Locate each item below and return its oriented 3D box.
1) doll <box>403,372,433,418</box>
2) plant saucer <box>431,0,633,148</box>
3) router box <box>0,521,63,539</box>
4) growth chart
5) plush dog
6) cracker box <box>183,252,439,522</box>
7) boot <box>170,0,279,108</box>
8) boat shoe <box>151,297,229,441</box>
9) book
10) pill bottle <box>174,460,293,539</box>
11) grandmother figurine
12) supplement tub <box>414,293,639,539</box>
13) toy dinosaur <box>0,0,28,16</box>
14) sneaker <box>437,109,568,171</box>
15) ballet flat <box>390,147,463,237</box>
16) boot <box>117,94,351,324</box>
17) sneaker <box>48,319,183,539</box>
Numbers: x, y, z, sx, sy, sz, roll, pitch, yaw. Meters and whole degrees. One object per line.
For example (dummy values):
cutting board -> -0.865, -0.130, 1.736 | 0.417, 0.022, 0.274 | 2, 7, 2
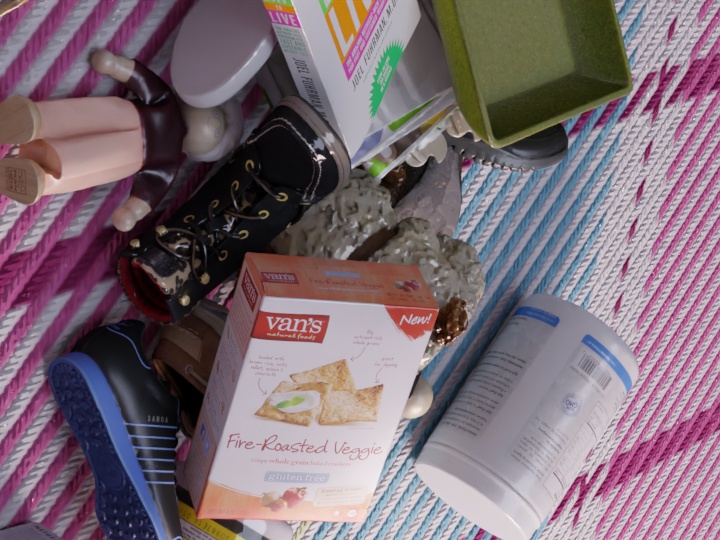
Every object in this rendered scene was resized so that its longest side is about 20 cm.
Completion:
doll -> 0.015, 0.077, 1.699 | 0.137, 0.048, 0.200 | -57, 145, -9
plant saucer -> 0.116, -0.209, 1.525 | 0.199, 0.048, 0.201 | -24, 103, -47
router box -> -0.200, 0.304, 1.422 | 0.049, 0.199, 0.181 | -10, 120, -50
growth chart -> 0.017, -0.141, 1.501 | 0.199, 0.018, 0.146 | -27, 100, -27
plush dog -> 0.000, 0.000, 1.541 | 0.200, 0.172, 0.160 | -44, -179, -19
cracker box -> -0.038, 0.087, 1.429 | 0.133, 0.058, 0.201 | 4, 123, -22
boot -> -0.059, -0.182, 1.412 | 0.201, 0.072, 0.090 | -61, 149, -18
boat shoe -> -0.109, 0.105, 1.532 | 0.072, 0.075, 0.201 | -51, 134, -28
book -> -0.017, -0.190, 1.381 | 0.200, 0.048, 0.134 | 67, 41, -56
pill bottle -> -0.145, 0.258, 1.542 | 0.201, 0.112, 0.112 | -60, 145, -7
grandmother figurine -> -0.156, -0.088, 1.360 | 0.199, 0.060, 0.122 | -17, 118, -47
supplement tub -> 0.155, 0.135, 1.848 | 0.201, 0.131, 0.132 | -53, 144, -15
toy dinosaur -> -0.158, -0.201, 1.289 | 0.199, 0.060, 0.107 | -14, 123, -49
sneaker -> 0.083, -0.134, 1.574 | 0.199, 0.073, 0.083 | 13, 107, -25
ballet flat -> 0.053, -0.087, 1.654 | 0.067, 0.046, 0.202 | 2, 114, -22
boot -> -0.092, -0.039, 1.403 | 0.150, 0.073, 0.200 | -42, -177, -20
sneaker -> -0.157, 0.133, 1.456 | 0.078, 0.070, 0.201 | -36, 119, -39
